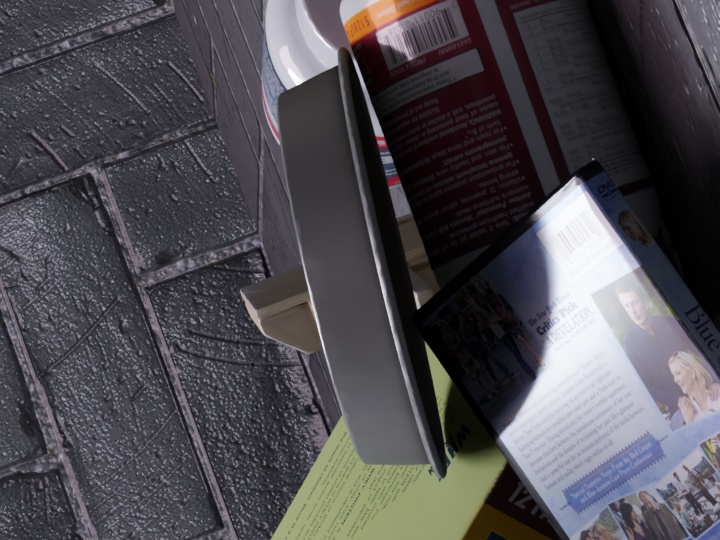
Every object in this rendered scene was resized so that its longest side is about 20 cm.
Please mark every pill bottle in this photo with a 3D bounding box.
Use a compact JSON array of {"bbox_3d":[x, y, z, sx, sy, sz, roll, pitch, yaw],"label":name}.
[{"bbox_3d":[0.008,-0.122,1.338,0.200,0.119,0.120,102,147,-78],"label":"pill bottle"},{"bbox_3d":[0.072,-0.049,1.144,0.110,0.109,0.201,144,107,-83],"label":"pill bottle"}]

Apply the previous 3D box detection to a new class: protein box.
[{"bbox_3d":[0.053,0.160,1.249,0.135,0.199,0.200,29,-178,-21],"label":"protein box"}]

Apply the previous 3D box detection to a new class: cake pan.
[{"bbox_3d":[0.000,0.000,1.145,0.200,0.037,0.201,-13,-90,-86],"label":"cake pan"}]

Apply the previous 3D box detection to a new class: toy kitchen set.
[{"bbox_3d":[0.034,0.072,1.559,0.200,0.162,0.181,-134,25,-75],"label":"toy kitchen set"}]

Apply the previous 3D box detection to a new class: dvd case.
[{"bbox_3d":[0.115,0.069,1.061,0.200,0.018,0.143,55,141,6],"label":"dvd case"}]
